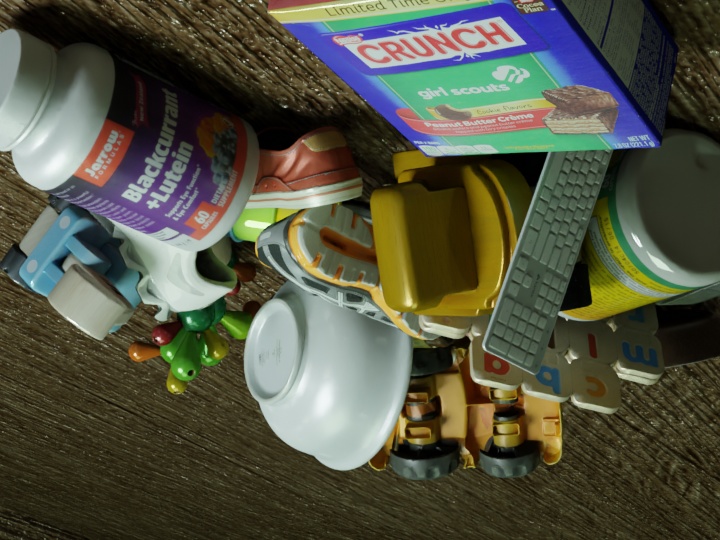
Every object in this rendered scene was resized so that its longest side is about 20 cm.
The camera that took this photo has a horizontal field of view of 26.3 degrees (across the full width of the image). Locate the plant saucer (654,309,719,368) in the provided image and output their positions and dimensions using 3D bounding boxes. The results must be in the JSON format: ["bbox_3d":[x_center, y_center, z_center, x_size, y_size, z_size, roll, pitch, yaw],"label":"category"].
[{"bbox_3d":[0.235,0.063,1.371,0.200,0.035,0.200,-9,-177,1],"label":"plant saucer"}]

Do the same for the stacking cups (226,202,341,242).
[{"bbox_3d":[-0.117,-0.057,1.306,0.200,0.061,0.061,11,162,17],"label":"stacking cups"}]

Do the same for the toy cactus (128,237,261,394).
[{"bbox_3d":[-0.147,0.010,1.404,0.102,0.200,0.165,11,122,14],"label":"toy cactus"}]

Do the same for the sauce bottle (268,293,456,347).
[{"bbox_3d":[-0.001,0.042,1.506,0.200,0.066,0.066,0,159,28],"label":"sauce bottle"}]

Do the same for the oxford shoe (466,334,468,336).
[{"bbox_3d":[0.133,0.011,1.344,0.199,0.071,0.075,-5,155,14],"label":"oxford shoe"}]

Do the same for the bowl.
[{"bbox_3d":[-0.044,0.078,1.402,0.090,0.202,0.201,11,164,-32],"label":"bowl"}]

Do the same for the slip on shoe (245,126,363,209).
[{"bbox_3d":[-0.066,-0.081,1.199,0.074,0.061,0.200,-15,-171,-30],"label":"slip on shoe"}]

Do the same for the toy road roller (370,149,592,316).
[{"bbox_3d":[0.057,-0.026,1.079,0.146,0.123,0.200,-10,-175,-31],"label":"toy road roller"}]

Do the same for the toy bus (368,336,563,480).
[{"bbox_3d":[0.112,0.120,1.572,0.199,0.136,0.192,-2,-167,14],"label":"toy bus"}]

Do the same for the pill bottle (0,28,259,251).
[{"bbox_3d":[-0.182,-0.097,1.123,0.200,0.112,0.111,24,158,-35],"label":"pill bottle"}]

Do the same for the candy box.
[{"bbox_3d":[0.072,-0.142,0.903,0.169,0.077,0.200,0,157,32],"label":"candy box"}]

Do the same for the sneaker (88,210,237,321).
[{"bbox_3d":[-0.165,-0.054,1.254,0.088,0.074,0.200,-15,123,22],"label":"sneaker"}]

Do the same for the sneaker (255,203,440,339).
[{"bbox_3d":[0.000,0.000,1.242,0.077,0.078,0.200,-7,151,43],"label":"sneaker"}]

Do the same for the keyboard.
[{"bbox_3d":[0.128,-0.035,0.997,0.011,0.200,0.056,12,168,43],"label":"keyboard"}]

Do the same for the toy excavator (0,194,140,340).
[{"bbox_3d":[-0.228,0.007,1.334,0.200,0.100,0.194,38,-178,34],"label":"toy excavator"}]

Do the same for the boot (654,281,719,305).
[{"bbox_3d":[0.308,-0.003,1.185,0.182,0.073,0.200,29,151,-10],"label":"boot"}]

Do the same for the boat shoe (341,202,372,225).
[{"bbox_3d":[0.008,-0.014,1.333,0.201,0.065,0.074,8,161,9],"label":"boat shoe"}]

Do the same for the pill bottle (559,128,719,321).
[{"bbox_3d":[0.182,-0.025,1.128,0.113,0.113,0.200,19,160,-22],"label":"pill bottle"}]

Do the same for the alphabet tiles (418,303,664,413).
[{"bbox_3d":[0.142,0.033,1.222,0.200,0.196,0.015,14,130,-9],"label":"alphabet tiles"}]
